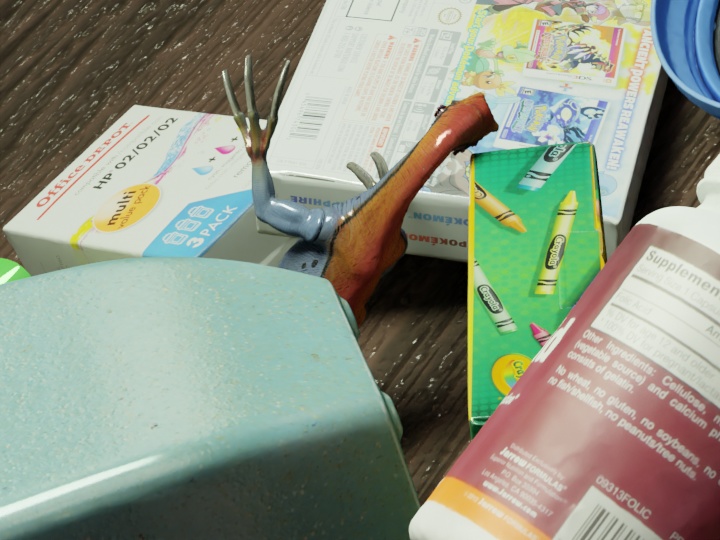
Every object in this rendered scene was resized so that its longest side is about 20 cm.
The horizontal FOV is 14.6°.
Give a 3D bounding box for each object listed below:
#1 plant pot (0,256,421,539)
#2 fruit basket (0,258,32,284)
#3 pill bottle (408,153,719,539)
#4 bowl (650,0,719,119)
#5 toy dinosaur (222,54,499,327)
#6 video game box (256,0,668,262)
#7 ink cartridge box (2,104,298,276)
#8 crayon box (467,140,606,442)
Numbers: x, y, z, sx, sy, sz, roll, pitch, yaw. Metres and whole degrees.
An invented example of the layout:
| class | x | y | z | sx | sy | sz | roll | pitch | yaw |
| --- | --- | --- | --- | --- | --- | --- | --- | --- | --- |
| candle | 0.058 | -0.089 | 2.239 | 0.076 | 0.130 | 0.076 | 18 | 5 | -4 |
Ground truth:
| class | x | y | z | sx | sy | sz | roll | pitch | yaw |
| --- | --- | --- | --- | --- | --- | --- | --- | --- | --- |
| plant pot | -0.074 | 0.108 | 1.162 | 0.199 | 0.197 | 0.197 | -20 | 30 | -3 |
| fruit basket | -0.201 | 0.048 | 1.350 | 0.214 | 0.156 | 0.216 | -11 | 26 | 5 |
| pill bottle | 0.119 | 0.050 | 1.009 | 0.200 | 0.114 | 0.114 | -52 | 35 | -8 |
| bowl | 0.230 | -0.145 | 1.307 | 0.200 | 0.039 | 0.201 | -25 | 44 | 27 |
| toy dinosaur | 0.000 | 0.000 | 1.273 | 0.105 | 0.201 | 0.181 | -7 | -13 | -44 |
| video game box | 0.058 | -0.081 | 1.414 | 0.181 | 0.047 | 0.200 | 7 | 40 | 12 |
| ink cartridge box | -0.107 | -0.026 | 1.498 | 0.199 | 0.068 | 0.115 | 9 | 45 | 45 |
| crayon box | 0.079 | 0.049 | 1.178 | 0.058 | 0.119 | 0.200 | -5 | 34 | 6 |
